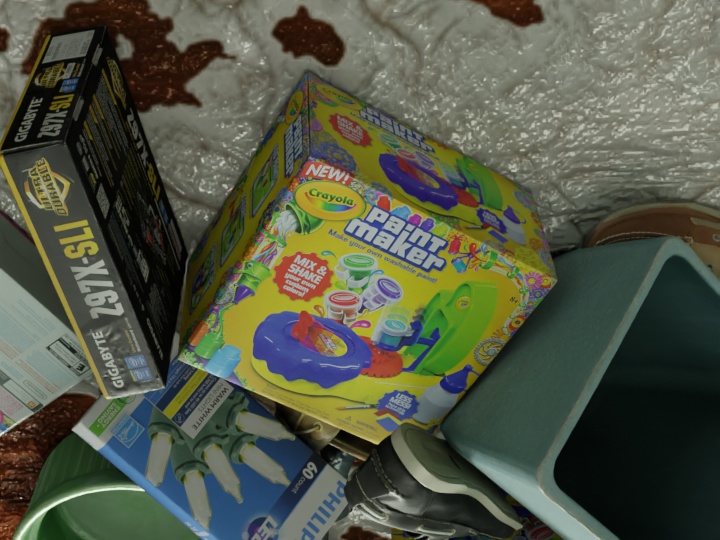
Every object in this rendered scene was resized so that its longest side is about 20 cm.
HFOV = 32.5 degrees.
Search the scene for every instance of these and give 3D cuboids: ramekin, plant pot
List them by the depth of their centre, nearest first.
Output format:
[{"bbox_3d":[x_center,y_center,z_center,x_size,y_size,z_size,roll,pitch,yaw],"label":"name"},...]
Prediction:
[{"bbox_3d":[0.172,0.104,0.919,0.196,0.199,0.197,41,73,-27],"label":"plant pot"},{"bbox_3d":[-0.192,0.220,1.060,0.198,0.098,0.201,-1,126,-2],"label":"ramekin"}]

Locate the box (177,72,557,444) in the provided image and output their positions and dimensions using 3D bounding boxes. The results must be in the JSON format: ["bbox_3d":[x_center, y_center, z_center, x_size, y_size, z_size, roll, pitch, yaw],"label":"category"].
[{"bbox_3d":[0.000,0.000,0.899,0.199,0.122,0.193,24,120,-19],"label":"box"}]

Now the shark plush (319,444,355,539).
[{"bbox_3d":[-0.040,0.203,1.100,0.083,0.091,0.201,13,105,-34],"label":"shark plush"}]

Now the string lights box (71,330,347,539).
[{"bbox_3d":[-0.112,0.146,0.958,0.200,0.103,0.059,41,158,-6],"label":"string lights box"}]

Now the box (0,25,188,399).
[{"bbox_3d":[-0.173,-0.039,0.840,0.049,0.160,0.201,-11,126,5],"label":"box"}]

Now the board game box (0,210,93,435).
[{"bbox_3d":[-0.313,0.060,0.964,0.199,0.064,0.148,-32,120,17],"label":"board game box"}]

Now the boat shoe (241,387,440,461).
[{"bbox_3d":[-0.027,0.113,0.996,0.199,0.067,0.074,21,150,-12],"label":"boat shoe"}]

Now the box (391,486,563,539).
[{"bbox_3d":[0.127,0.256,1.032,0.198,0.193,0.123,-5,126,0],"label":"box"}]

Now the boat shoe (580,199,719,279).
[{"bbox_3d":[0.267,-0.002,0.938,0.198,0.072,0.076,4,125,-5],"label":"boat shoe"}]

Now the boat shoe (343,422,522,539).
[{"bbox_3d":[0.058,0.167,0.914,0.068,0.072,0.200,-44,144,9],"label":"boat shoe"}]

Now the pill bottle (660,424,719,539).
[{"bbox_3d":[0.278,0.178,0.987,0.105,0.201,0.107,-2,128,-3],"label":"pill bottle"}]
